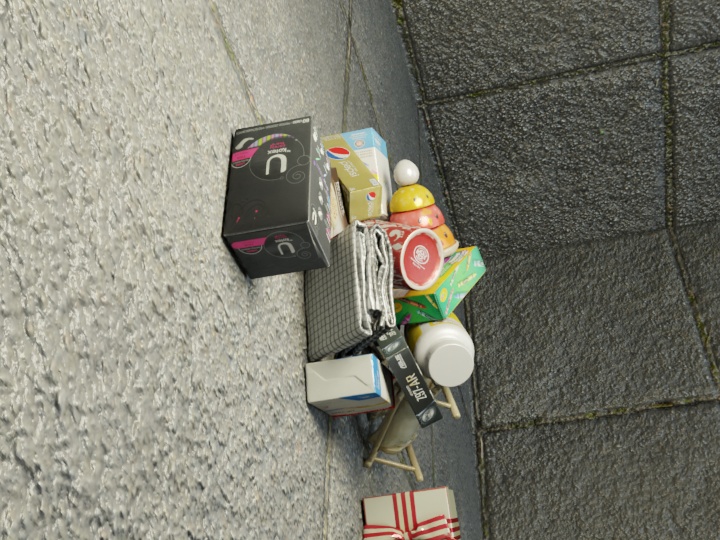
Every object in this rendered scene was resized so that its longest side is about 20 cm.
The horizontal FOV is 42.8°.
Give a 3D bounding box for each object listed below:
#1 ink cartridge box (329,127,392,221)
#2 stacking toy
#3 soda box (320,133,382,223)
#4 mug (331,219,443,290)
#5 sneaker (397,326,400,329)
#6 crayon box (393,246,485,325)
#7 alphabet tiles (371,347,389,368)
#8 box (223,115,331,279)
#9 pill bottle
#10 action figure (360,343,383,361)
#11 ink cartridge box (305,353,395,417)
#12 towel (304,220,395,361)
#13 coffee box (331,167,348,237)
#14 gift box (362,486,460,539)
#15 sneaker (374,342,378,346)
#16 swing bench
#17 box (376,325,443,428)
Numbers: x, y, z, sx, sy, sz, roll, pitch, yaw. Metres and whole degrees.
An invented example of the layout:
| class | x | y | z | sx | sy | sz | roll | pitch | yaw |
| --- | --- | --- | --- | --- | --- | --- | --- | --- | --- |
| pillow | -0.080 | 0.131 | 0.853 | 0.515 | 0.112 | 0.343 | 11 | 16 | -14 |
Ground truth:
| class | x | y | z | sx | sy | sz | roll | pitch | yaw |
| --- | --- | --- | --- | --- | --- | --- | --- | --- | --- |
| ink cartridge box | -0.010 | -0.163 | 1.829 | 0.125 | 0.128 | 0.200 | 27 | 55 | -75 |
| stacking toy | 0.100 | -0.114 | 1.775 | 0.146 | 0.146 | 0.200 | -57 | 134 | -74 |
| soda box | -0.029 | -0.172 | 1.677 | 0.200 | 0.064 | 0.068 | -124 | -153 | -46 |
| mug | 0.056 | -0.031 | 1.639 | 0.177 | 0.200 | 0.134 | -7 | 99 | -41 |
| sneaker | 0.073 | 0.036 | 1.873 | 0.200 | 0.060 | 0.104 | -109 | -155 | -42 |
| crayon box | 0.143 | 0.028 | 1.750 | 0.200 | 0.119 | 0.058 | -43 | 116 | -48 |
| alphabet tiles | 0.051 | 0.171 | 2.028 | 0.200 | 0.006 | 0.167 | 42 | 60 | -73 |
| box | -0.112 | -0.104 | 1.287 | 0.106 | 0.122 | 0.200 | 67 | 17 | -51 |
| pill bottle | 0.147 | 0.140 | 1.696 | 0.200 | 0.111 | 0.111 | -110 | -173 | -74 |
| action figure | 0.017 | 0.135 | 1.753 | 0.102 | 0.119 | 0.200 | 32 | -44 | 51 |
| ink cartridge box | -0.010 | 0.200 | 1.554 | 0.200 | 0.116 | 0.067 | 50 | 31 | -67 |
| towel | -0.014 | 0.041 | 1.515 | 0.085 | 0.166 | 0.200 | 12 | 59 | -32 |
| coffee box | -0.086 | -0.108 | 1.528 | 0.200 | 0.080 | 0.115 | -46 | 126 | -76 |
| gift box | 0.112 | 0.514 | 1.732 | 0.187 | 0.184 | 0.200 | 53 | 23 | -70 |
| sneaker | -0.006 | 0.064 | 1.851 | 0.088 | 0.074 | 0.200 | -20 | 90 | -66 |
| swing bench | 0.100 | 0.270 | 1.819 | 0.200 | 0.130 | 0.199 | -84 | -166 | -56 |
| box | 0.071 | 0.160 | 1.614 | 0.160 | 0.043 | 0.200 | 63 | -1 | -26 |
